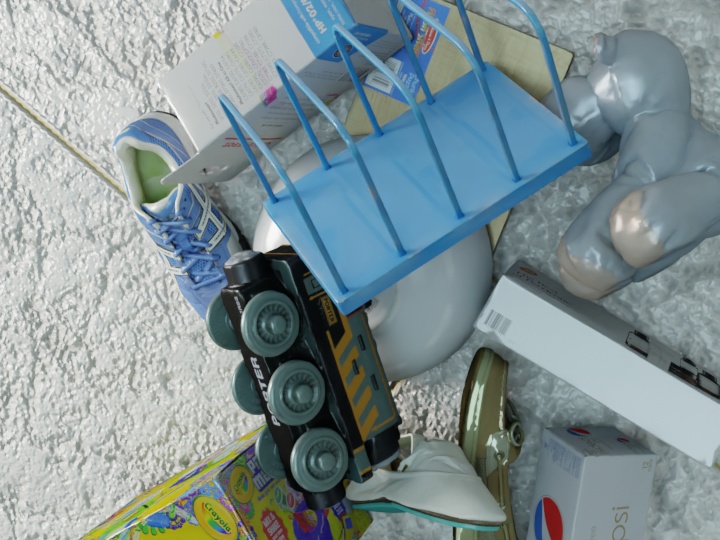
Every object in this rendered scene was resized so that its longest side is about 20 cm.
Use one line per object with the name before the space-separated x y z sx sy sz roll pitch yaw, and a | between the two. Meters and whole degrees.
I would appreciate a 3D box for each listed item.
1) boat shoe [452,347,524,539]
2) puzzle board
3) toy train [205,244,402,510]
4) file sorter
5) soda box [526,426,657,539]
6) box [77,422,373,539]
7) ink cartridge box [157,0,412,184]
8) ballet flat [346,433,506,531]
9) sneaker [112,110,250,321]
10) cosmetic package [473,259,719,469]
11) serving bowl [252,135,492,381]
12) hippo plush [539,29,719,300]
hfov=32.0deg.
boat shoe | 0.107 0.159 0.992 0.062 0.073 0.203 3 101 4
puzzle board | 0.062 -0.104 0.988 0.150 0.017 0.202 24 104 12
toy train | -0.034 0.071 0.918 0.085 0.113 0.202 1 113 59
file sorter | 0.023 -0.099 0.842 0.199 0.139 0.123 -33 131 -6
soda box | 0.170 0.226 0.973 0.067 0.064 0.202 2 103 -23
box | -0.121 0.222 0.997 0.192 0.200 0.123 -31 90 19
ink cartridge box | -0.071 -0.148 0.958 0.199 0.115 0.068 -35 81 22
ballet flat | 0.045 0.158 0.962 0.069 0.200 0.070 3 84 -25
sneaker | -0.146 -0.032 1.027 0.075 0.077 0.201 -28 92 17
cosmetic package | 0.187 0.066 0.946 0.199 0.083 0.051 31 104 8
serving bowl | 0.000 0.000 0.982 0.198 0.066 0.202 6 109 18
hippo plush | 0.193 -0.087 0.877 0.199 0.159 0.162 -34 78 36
